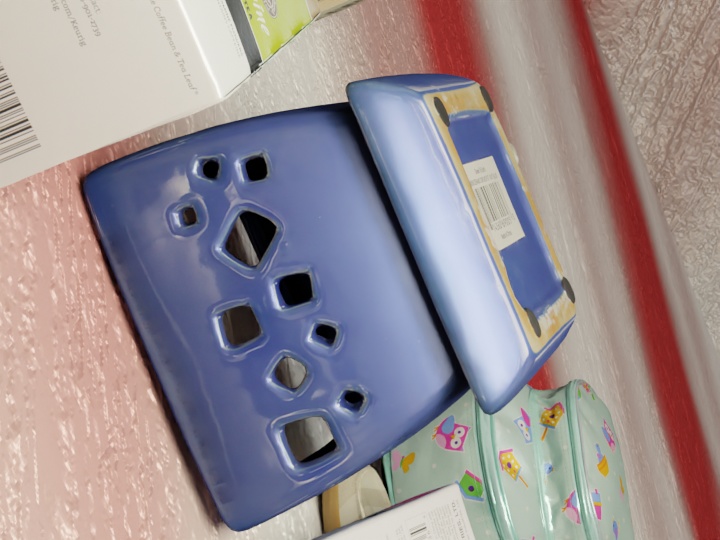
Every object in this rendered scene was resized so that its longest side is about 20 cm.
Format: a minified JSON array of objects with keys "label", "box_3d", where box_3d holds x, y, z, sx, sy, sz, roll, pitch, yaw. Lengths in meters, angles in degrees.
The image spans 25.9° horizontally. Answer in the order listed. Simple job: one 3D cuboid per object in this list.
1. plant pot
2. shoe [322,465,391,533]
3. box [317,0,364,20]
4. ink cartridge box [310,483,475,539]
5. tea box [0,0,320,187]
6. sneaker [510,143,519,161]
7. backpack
[{"label":"plant pot","box_3d":[0.000,0.000,0.834,0.202,0.179,0.200,67,19,0]},{"label":"shoe","box_3d":[0.029,0.204,0.933,0.070,0.053,0.202,-1,73,-72]},{"label":"box","box_3d":[-0.040,-0.298,1.186,0.202,0.094,0.078,68,18,-5]},{"label":"ink cartridge box","box_3d":[0.004,0.195,0.828,0.199,0.042,0.120,-11,82,-55]},{"label":"tea box","box_3d":[-0.130,-0.168,0.713,0.201,0.133,0.197,67,19,-13]},{"label":"sneaker","box_3d":[0.084,-0.097,1.347,0.200,0.091,0.076,32,41,-63]},{"label":"backpack","box_3d":[0.098,0.152,1.047,0.200,0.152,0.177,37,43,-50]}]
